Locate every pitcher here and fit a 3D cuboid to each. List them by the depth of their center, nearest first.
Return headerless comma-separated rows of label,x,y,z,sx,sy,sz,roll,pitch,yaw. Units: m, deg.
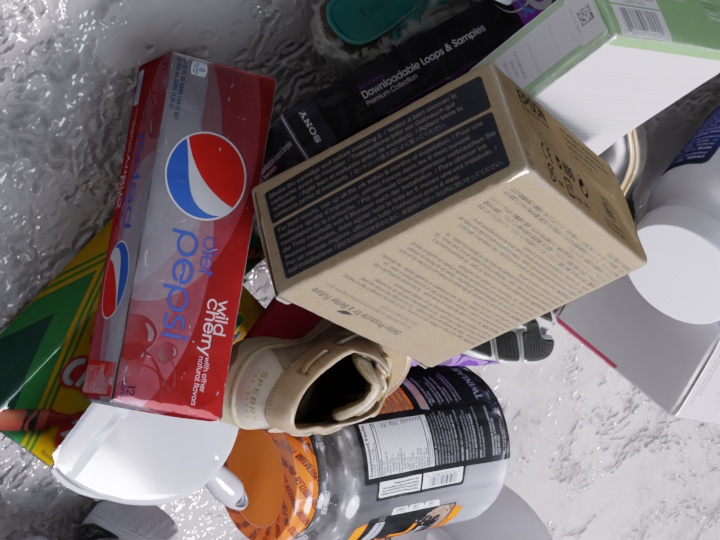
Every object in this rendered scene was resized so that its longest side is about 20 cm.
pitcher,0.100,0.240,1.288,0.122,0.200,0.171,-50,139,1

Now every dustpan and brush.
dustpan and brush,-0.113,0.109,1.035,0.140,0.057,0.200,-54,133,-16

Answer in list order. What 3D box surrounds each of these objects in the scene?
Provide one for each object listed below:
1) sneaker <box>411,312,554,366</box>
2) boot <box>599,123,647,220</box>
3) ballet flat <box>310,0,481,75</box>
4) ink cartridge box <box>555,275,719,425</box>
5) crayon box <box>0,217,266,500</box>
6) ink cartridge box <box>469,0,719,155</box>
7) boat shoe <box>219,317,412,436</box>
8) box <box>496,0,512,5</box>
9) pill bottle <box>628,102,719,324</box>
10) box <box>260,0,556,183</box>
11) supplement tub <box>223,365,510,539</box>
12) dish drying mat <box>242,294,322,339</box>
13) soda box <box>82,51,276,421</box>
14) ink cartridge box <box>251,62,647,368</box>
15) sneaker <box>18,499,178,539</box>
sneaker,0.048,0.037,1.176,0.198,0.081,0.083,3,160,-24
boot,0.134,-0.060,1.192,0.138,0.077,0.201,-27,134,-18
ballet flat,0.048,-0.186,1.033,0.199,0.072,0.072,-31,137,-17
ink cartridge box,0.281,0.060,1.356,0.199,0.146,0.083,14,110,-48
crayon box,-0.142,0.037,1.028,0.200,0.051,0.127,-47,139,-4
ink cartridge box,0.119,-0.101,1.002,0.145,0.048,0.200,-3,155,-47
boat shoe,-0.014,0.072,1.012,0.199,0.064,0.072,-12,116,-59
box,0.068,-0.276,0.923,0.097,0.124,0.201,15,108,-47
pill bottle,0.292,-0.056,1.261,0.200,0.115,0.116,-46,144,-35
box,0.019,-0.109,1.011,0.199,0.036,0.143,-30,179,-20
supplement tub,0.002,0.135,1.178,0.199,0.122,0.123,-4,122,-39
dish drying mat,0.000,0.000,1.096,0.077,0.018,0.200,52,60,-24
soda box,-0.104,-0.018,0.933,0.069,0.063,0.202,13,83,-26
ink cartridge box,0.057,-0.024,0.954,0.164,0.076,0.200,-25,155,20
sneaker,-0.197,0.229,1.068,0.116,0.075,0.200,-63,166,20
